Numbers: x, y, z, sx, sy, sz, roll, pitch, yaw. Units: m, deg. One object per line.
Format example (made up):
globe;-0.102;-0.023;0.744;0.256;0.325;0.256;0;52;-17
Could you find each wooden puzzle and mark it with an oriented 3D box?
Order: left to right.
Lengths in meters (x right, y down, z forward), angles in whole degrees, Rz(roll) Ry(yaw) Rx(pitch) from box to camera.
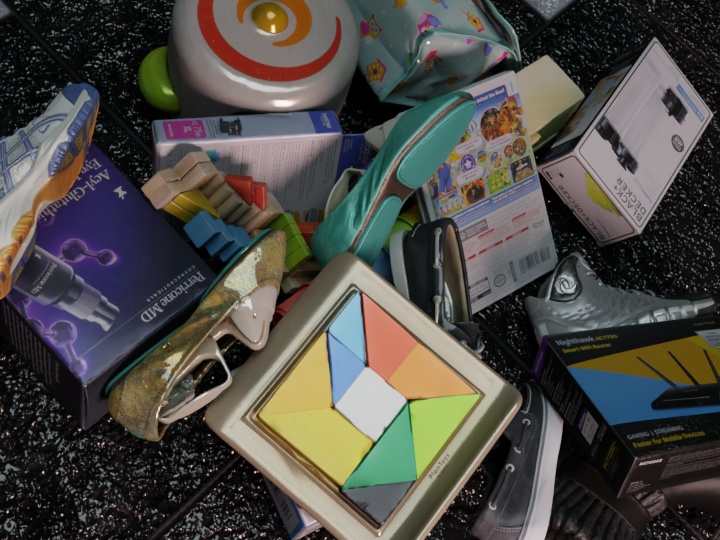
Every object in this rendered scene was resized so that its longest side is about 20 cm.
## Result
wooden puzzle;0.004;0.108;0.816;0.199;0.037;0.186;38;75;8

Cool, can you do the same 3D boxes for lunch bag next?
lunch bag;0.074;-0.260;1.067;0.198;0.122;0.171;-5;55;-44

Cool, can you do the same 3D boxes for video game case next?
video game case;0.116;-0.072;0.974;0.142;0.018;0.203;-25;108;-30

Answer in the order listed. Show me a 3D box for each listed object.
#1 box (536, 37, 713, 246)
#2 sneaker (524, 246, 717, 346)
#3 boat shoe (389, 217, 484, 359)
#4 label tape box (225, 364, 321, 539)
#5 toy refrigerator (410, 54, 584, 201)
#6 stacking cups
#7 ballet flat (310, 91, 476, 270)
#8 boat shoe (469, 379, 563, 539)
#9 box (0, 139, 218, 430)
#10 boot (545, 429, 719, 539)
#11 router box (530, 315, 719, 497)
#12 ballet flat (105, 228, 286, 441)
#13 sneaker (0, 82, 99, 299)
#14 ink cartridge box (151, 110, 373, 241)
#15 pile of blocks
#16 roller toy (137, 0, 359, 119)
box;0.283;-0.136;1.079;0.117;0.060;0.200;48;59;-13
sneaker;0.249;0.022;0.999;0.198;0.075;0.117;-15;69;-21
boat shoe;0.074;0.052;0.885;0.075;0.060;0.203;6;68;-62
label tape box;0.000;0.120;0.888;0.198;0.063;0.145;-22;72;-24
toy refrigerator;0.136;-0.135;1.050;0.199;0.076;0.070;-34;76;-28
stacking cups;0.000;0.000;0.949;0.199;0.061;0.061;-32;75;-28
ballet flat;0.019;-0.084;0.889;0.070;0.067;0.201;37;96;26
boat shoe;0.127;0.159;0.875;0.066;0.070;0.201;25;41;-4
box;-0.236;0.003;0.860;0.200;0.105;0.148;44;60;10
boot;0.257;0.210;0.900;0.209;0.080;0.159;22;52;9
router box;0.268;0.111;0.888;0.197;0.052;0.150;-4;39;-25
ballet flat;-0.114;0.055;0.815;0.071;0.071;0.200;42;77;9
sneaker;-0.273;-0.078;0.788;0.087;0.075;0.202;24;59;-1
ink cartridge box;-0.091;-0.086;0.936;0.197;0.120;0.042;-5;47;-16
pile of blocks;-0.093;-0.040;0.890;0.199;0.062;0.083;28;34;-42
roller toy;-0.095;-0.206;0.986;0.182;0.140;0.201;36;59;4
